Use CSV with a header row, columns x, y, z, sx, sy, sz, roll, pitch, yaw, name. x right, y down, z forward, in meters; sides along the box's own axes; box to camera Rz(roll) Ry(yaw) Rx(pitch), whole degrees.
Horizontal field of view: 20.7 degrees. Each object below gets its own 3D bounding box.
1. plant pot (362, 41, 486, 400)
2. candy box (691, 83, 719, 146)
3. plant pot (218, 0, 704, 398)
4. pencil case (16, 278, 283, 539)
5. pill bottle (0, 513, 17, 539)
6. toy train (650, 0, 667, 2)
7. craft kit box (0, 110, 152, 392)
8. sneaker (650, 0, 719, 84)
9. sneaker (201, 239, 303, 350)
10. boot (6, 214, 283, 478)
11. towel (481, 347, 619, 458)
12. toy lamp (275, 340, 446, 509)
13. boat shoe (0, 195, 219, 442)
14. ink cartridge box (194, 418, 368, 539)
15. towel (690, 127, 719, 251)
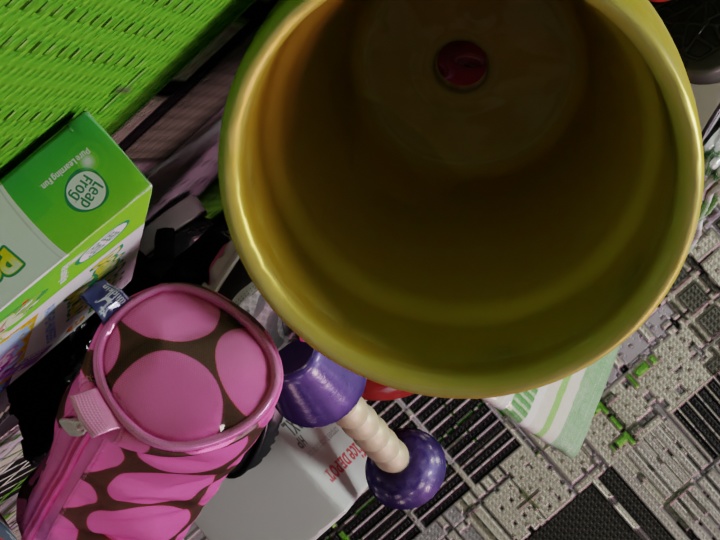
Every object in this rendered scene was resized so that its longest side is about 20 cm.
x,y,z,sx,sy,sz,roll,pitch,yaw,name
0.030,-0.025,1.202,0.182,0.201,0.200,-31,171,-48,plant pot
0.150,-0.148,1.133,0.072,0.167,0.200,-61,170,23,candy box
0.046,-0.071,0.885,0.201,0.201,0.189,-42,-167,18,plant pot
-0.105,0.081,0.897,0.094,0.091,0.200,-36,168,-31,pencil case
-0.217,0.157,0.940,0.119,0.120,0.200,-41,-159,-9,pill bottle
0.136,-0.202,0.782,0.115,0.085,0.200,-31,156,-1,toy train
-0.176,0.034,0.806,0.197,0.049,0.200,-44,178,-13,craft kit box
0.135,-0.154,0.972,0.060,0.200,0.104,-34,153,4,sneaker
0.000,0.000,0.993,0.200,0.087,0.074,-37,151,-25,sneaker
-0.113,0.058,1.047,0.162,0.073,0.199,-27,144,-40,boot
0.100,0.008,1.127,0.200,0.023,0.153,34,74,-51,towel
-0.004,0.080,1.101,0.058,0.058,0.200,-41,148,1,toy lamp
-0.151,0.043,1.134,0.200,0.060,0.074,-42,176,-2,boat shoe
-0.085,0.084,1.238,0.084,0.200,0.145,-41,178,14,ink cartridge box
0.234,-0.085,1.163,0.149,0.031,0.200,-54,171,-13,towel
